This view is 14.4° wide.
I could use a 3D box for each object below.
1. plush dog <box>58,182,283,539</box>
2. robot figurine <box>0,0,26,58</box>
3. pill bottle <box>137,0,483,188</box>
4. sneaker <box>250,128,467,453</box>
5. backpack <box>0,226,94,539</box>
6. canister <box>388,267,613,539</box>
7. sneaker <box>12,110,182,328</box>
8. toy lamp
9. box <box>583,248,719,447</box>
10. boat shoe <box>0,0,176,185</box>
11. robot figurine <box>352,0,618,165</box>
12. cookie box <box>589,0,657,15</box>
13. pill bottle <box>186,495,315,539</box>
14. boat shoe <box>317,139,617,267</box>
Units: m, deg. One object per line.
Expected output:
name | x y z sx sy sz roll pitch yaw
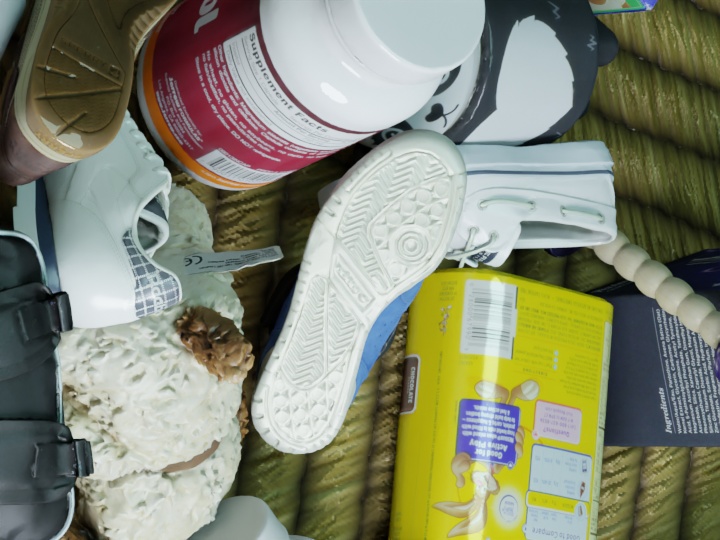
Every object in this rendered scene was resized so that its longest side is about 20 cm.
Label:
plush dog | -0.111 0.075 1.518 0.200 0.160 0.172 -40 140 -37
robot figurine | -0.231 -0.129 1.416 0.170 0.113 0.200 80 29 -65
pill bottle | -0.026 -0.120 1.532 0.113 0.200 0.113 11 71 -33
sneaker | -0.001 0.000 1.607 0.077 0.111 0.200 23 107 -5
backpack | -0.252 0.066 1.358 0.200 0.151 0.178 -11 98 -39
canister | 0.086 0.108 1.731 0.148 0.087 0.200 15 77 -42
sneaker | -0.138 -0.050 1.477 0.076 0.080 0.200 80 1 -53
toy lamp | 0.171 -0.001 1.753 0.058 0.200 0.058 -31 145 -25
box | 0.260 0.046 1.822 0.148 0.200 0.104 -18 101 -44
boat shoe | -0.143 -0.122 1.449 0.072 0.072 0.200 31 47 -22
robot figurine | 0.062 -0.129 1.691 0.200 0.125 0.150 -3 90 -45
cookie box | 0.145 -0.291 1.814 0.200 0.075 0.171 50 57 -30
pill bottle | -0.037 0.225 1.588 0.109 0.109 0.200 -49 120 -34
boat shoe | 0.072 -0.035 1.681 0.200 0.074 0.067 -9 77 -27
